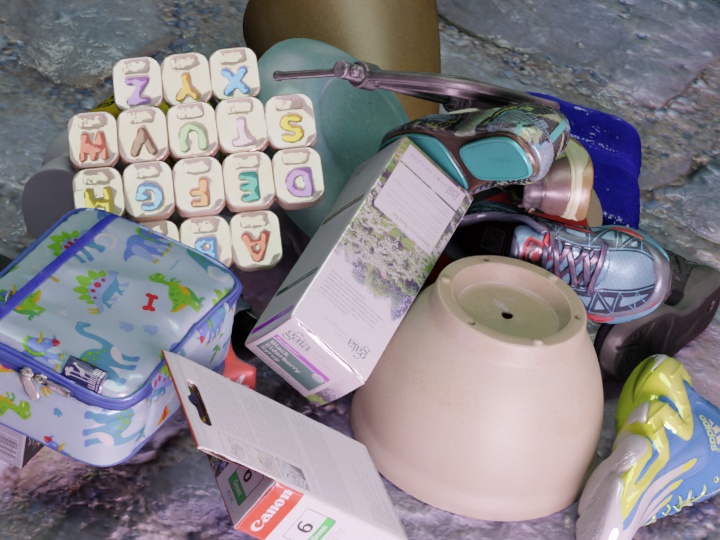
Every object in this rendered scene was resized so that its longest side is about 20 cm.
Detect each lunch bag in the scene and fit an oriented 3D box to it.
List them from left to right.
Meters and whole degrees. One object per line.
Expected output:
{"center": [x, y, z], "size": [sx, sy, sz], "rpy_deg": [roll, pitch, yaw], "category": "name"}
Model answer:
{"center": [-0.191, 0.043, 1.510], "size": [0.160, 0.083, 0.200], "rpy_deg": [25, 37, 15], "category": "lunch bag"}

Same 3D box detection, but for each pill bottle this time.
{"center": [-0.196, -0.087, 1.766], "size": [0.112, 0.113, 0.200], "rpy_deg": [23, 34, 14], "category": "pill bottle"}

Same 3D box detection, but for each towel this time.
{"center": [0.196, -0.100, 1.990], "size": [0.146, 0.050, 0.201], "rpy_deg": [13, 33, 0], "category": "towel"}

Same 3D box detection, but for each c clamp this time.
{"center": [0.058, -0.148, 1.694], "size": [0.170, 0.027, 0.199], "rpy_deg": [6, -2, 43], "category": "c clamp"}

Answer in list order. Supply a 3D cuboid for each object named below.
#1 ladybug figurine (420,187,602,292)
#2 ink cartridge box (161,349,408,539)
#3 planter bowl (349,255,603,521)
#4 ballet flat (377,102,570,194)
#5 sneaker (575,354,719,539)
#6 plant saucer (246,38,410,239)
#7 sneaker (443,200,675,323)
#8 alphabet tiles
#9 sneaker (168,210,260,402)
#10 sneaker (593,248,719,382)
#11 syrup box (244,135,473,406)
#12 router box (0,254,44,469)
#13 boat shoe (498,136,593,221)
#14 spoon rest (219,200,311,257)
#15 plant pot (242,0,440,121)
{"center": [0.121, -0.040, 1.817], "size": [0.199, 0.072, 0.135], "rpy_deg": [-30, 40, -26], "category": "ladybug figurine"}
{"center": [-0.063, 0.139, 1.460], "size": [0.199, 0.050, 0.109], "rpy_deg": [29, 22, -36], "category": "ink cartridge box"}
{"center": [0.100, 0.075, 1.619], "size": [0.198, 0.136, 0.201], "rpy_deg": [9, 33, -6], "category": "planter bowl"}
{"center": [0.094, -0.099, 1.664], "size": [0.074, 0.075, 0.199], "rpy_deg": [-14, 11, -35], "category": "ballet flat"}
{"center": [0.235, 0.157, 1.603], "size": [0.105, 0.076, 0.201], "rpy_deg": [33, 51, -8], "category": "sneaker"}
{"center": [-0.008, -0.108, 1.745], "size": [0.200, 0.039, 0.203], "rpy_deg": [24, 53, -35], "category": "plant saucer"}
{"center": [0.150, -0.004, 1.680], "size": [0.198, 0.080, 0.095], "rpy_deg": [12, 6, 26], "category": "sneaker"}
{"center": [-0.130, -0.088, 1.664], "size": [0.198, 0.015, 0.197], "rpy_deg": [-6, 66, -5], "category": "alphabet tiles"}
{"center": [-0.117, 0.030, 1.662], "size": [0.084, 0.075, 0.201], "rpy_deg": [3, 44, -9], "category": "sneaker"}
{"center": [0.224, 0.028, 1.791], "size": [0.114, 0.077, 0.199], "rpy_deg": [27, 32, 22], "category": "sneaker"}
{"center": [0.000, 0.000, 1.629], "size": [0.079, 0.081, 0.201], "rpy_deg": [41, 57, -14], "category": "syrup box"}
{"center": [-0.294, 0.051, 1.580], "size": [0.198, 0.053, 0.157], "rpy_deg": [23, 35, 13], "category": "router box"}
{"center": [0.135, -0.094, 1.725], "size": [0.064, 0.074, 0.200], "rpy_deg": [7, 12, -15], "category": "boat shoe"}
{"center": [-0.052, -0.051, 1.750], "size": [0.199, 0.100, 0.060], "rpy_deg": [8, 13, -45], "category": "spoon rest"}
{"center": [-0.001, -0.163, 1.915], "size": [0.184, 0.187, 0.201], "rpy_deg": [1, 50, -19], "category": "plant pot"}
